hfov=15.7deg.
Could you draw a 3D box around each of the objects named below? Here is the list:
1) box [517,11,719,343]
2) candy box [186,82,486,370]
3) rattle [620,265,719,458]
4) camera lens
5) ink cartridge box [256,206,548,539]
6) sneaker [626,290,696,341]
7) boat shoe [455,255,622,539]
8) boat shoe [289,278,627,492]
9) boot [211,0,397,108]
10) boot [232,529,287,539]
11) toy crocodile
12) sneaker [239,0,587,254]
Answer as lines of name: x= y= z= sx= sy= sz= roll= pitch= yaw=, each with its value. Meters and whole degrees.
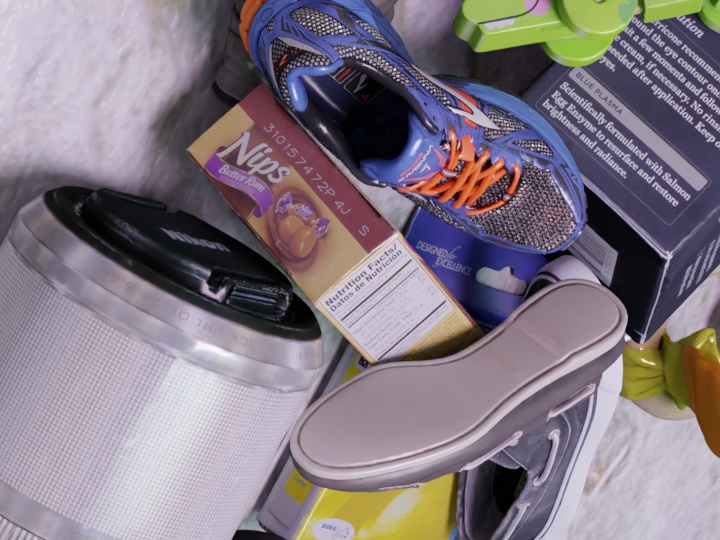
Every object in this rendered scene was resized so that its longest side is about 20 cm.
box: x=0.180 y=-0.087 z=1.382 sx=0.200 sy=0.117 sz=0.197 roll=-45 pitch=169 yaw=-9
candy box: x=0.000 y=0.000 z=1.302 sx=0.056 sy=0.117 sz=0.200 roll=-40 pitch=148 yaw=0
rattle: x=0.259 y=0.045 z=1.595 sx=0.200 sy=0.143 sz=0.131 roll=3 pitch=96 yaw=-38
camera lens: x=-0.122 y=0.072 z=1.232 sx=0.160 sy=0.160 sz=0.200 roll=17 pitch=105 yaw=-48
ink cartridge box: x=0.058 y=0.079 z=1.496 sx=0.197 sy=0.047 sz=0.200 roll=18 pitch=106 yaw=-48
sneaker: x=0.168 y=-0.035 z=1.508 sx=0.200 sy=0.077 sz=0.082 roll=-45 pitch=116 yaw=-25
boat shoe: x=0.089 y=0.080 z=1.441 sx=0.068 sy=0.072 sz=0.200 roll=-21 pitch=142 yaw=-30
boat shoe: x=0.051 y=0.069 z=1.267 sx=0.200 sy=0.067 sz=0.057 roll=-26 pitch=141 yaw=-30
boot: x=0.014 y=-0.154 z=1.287 sx=0.200 sy=0.068 sz=0.131 roll=-18 pitch=133 yaw=-25
boot: x=-0.046 y=0.167 z=1.348 sx=0.138 sy=0.200 sz=0.078 roll=3 pitch=103 yaw=-49
toy crocodile: x=0.142 y=-0.142 z=1.259 sx=0.200 sy=0.062 sz=0.068 roll=-12 pitch=172 yaw=-3
sneaker: x=0.026 y=-0.060 z=1.232 sx=0.200 sy=0.078 sz=0.075 roll=30 pitch=116 yaw=-22
